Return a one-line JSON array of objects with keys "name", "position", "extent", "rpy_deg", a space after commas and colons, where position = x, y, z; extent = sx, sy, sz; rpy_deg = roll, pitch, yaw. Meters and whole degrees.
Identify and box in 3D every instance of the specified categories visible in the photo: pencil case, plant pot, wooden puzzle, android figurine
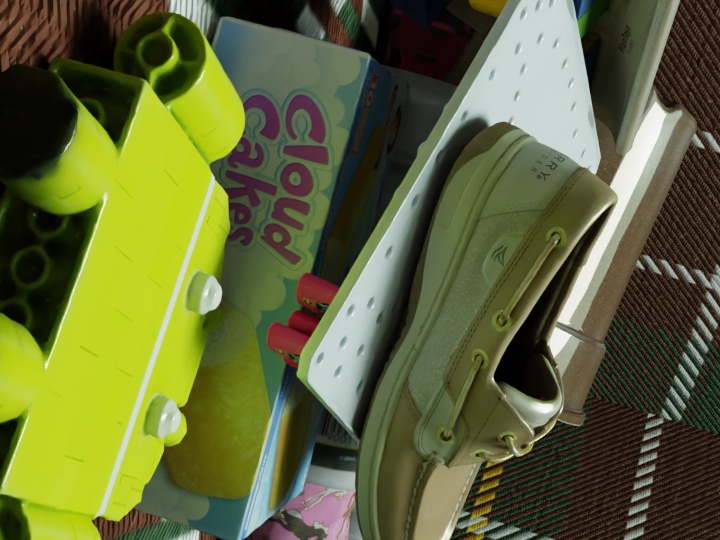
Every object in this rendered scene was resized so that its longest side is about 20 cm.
[{"name": "pencil case", "position": [-0.039, 0.162, 0.860], "extent": [0.083, 0.086, 0.201], "rpy_deg": [-122, -143, -52]}, {"name": "plant pot", "position": [0.099, -0.039, 0.852], "extent": [0.199, 0.199, 0.200], "rpy_deg": [-61, 172, 4]}, {"name": "wooden puzzle", "position": [0.060, -0.148, 0.650], "extent": [0.046, 0.200, 0.185], "rpy_deg": [-44, 164, -10]}, {"name": "android figurine", "position": [-0.082, 0.015, 0.434], "extent": [0.200, 0.041, 0.184], "rpy_deg": [64, 42, -72]}]

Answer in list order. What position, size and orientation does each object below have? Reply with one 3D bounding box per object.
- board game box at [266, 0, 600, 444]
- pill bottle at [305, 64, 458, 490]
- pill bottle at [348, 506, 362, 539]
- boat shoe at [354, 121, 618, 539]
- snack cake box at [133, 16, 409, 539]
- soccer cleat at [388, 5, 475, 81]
[{"name": "board game box", "position": [0.043, -0.014, 0.601], "extent": [0.201, 0.026, 0.200], "rpy_deg": [-60, 157, -13]}, {"name": "pill bottle", "position": [0.000, 0.000, 0.705], "extent": [0.114, 0.113, 0.202], "rpy_deg": [-45, 150, -73]}, {"name": "pill bottle", "position": [0.017, 0.200, 1.183], "extent": [0.200, 0.111, 0.113], "rpy_deg": [-61, 165, -58]}, {"name": "boat shoe", "position": [0.050, 0.044, 0.556], "extent": [0.074, 0.066, 0.202], "rpy_deg": [-29, 139, -53]}, {"name": "snack cake box", "position": [-0.042, 0.002, 0.589], "extent": [0.115, 0.067, 0.202], "rpy_deg": [-7, 113, -78]}, {"name": "soccer cleat", "position": [0.064, -0.211, 0.876], "extent": [0.201, 0.069, 0.087], "rpy_deg": [96, 17, -45]}]
